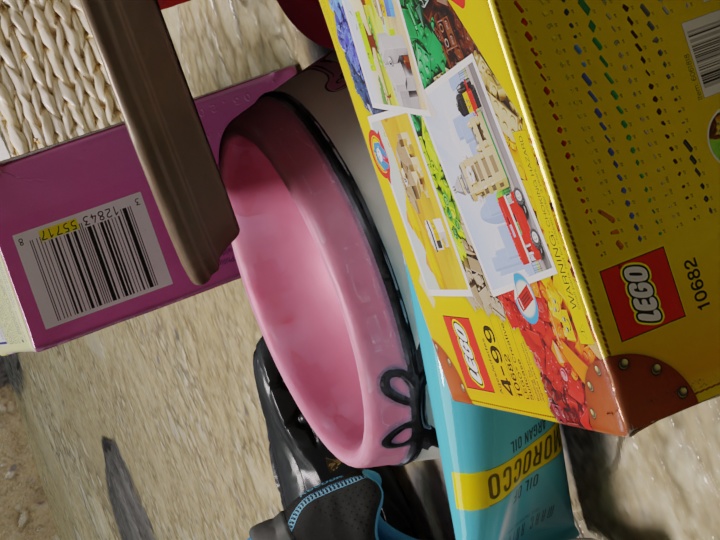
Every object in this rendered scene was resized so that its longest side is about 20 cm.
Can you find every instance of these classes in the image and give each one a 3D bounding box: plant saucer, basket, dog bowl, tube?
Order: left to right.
[{"bbox_3d":[-0.227,-0.084,1.353,0.200,0.160,0.199,134,115,-73],"label":"basket"},{"bbox_3d":[-0.093,-0.092,0.821,0.200,0.029,0.201,159,90,-87],"label":"plant saucer"},{"bbox_3d":[0.000,0.000,0.864,0.200,0.074,0.201,160,90,-74],"label":"dog bowl"},{"bbox_3d":[0.049,0.034,0.758,0.050,0.077,0.201,9,118,45],"label":"tube"}]

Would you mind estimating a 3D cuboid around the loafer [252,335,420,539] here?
[{"bbox_3d":[-0.011,0.124,1.074,0.070,0.068,0.201,148,104,-85],"label":"loafer"}]

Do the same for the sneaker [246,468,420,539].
[{"bbox_3d":[0.028,0.194,1.006,0.200,0.082,0.073,52,-176,-17],"label":"sneaker"}]

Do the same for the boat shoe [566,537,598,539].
[{"bbox_3d":[0.071,0.202,0.737,0.066,0.072,0.201,56,-128,-77],"label":"boat shoe"}]

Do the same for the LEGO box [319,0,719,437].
[{"bbox_3d":[0.055,-0.060,0.601,0.201,0.077,0.149,71,164,-6],"label":"LEGO box"}]

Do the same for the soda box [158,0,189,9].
[{"bbox_3d":[-0.114,-0.221,0.972,0.064,0.070,0.200,59,161,31],"label":"soda box"}]

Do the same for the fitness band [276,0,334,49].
[{"bbox_3d":[-0.013,-0.161,0.785,0.200,0.037,0.144,27,138,69],"label":"fitness band"}]

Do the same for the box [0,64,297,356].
[{"bbox_3d":[-0.123,-0.027,1.046,0.200,0.175,0.097,171,79,-73],"label":"box"}]
